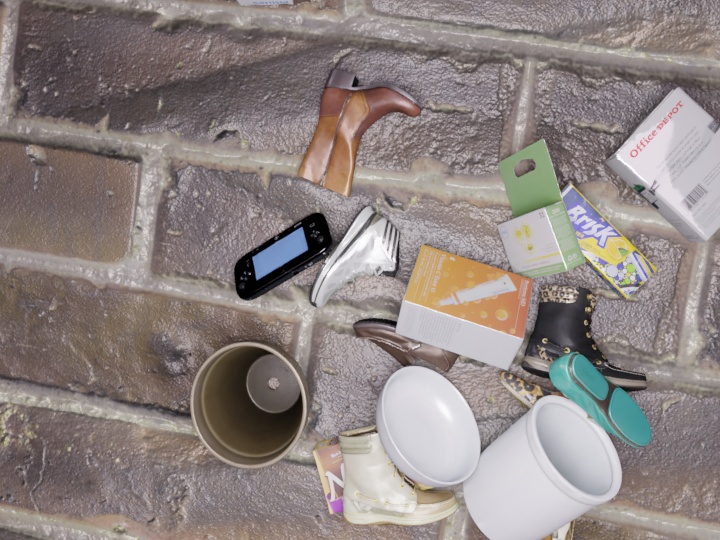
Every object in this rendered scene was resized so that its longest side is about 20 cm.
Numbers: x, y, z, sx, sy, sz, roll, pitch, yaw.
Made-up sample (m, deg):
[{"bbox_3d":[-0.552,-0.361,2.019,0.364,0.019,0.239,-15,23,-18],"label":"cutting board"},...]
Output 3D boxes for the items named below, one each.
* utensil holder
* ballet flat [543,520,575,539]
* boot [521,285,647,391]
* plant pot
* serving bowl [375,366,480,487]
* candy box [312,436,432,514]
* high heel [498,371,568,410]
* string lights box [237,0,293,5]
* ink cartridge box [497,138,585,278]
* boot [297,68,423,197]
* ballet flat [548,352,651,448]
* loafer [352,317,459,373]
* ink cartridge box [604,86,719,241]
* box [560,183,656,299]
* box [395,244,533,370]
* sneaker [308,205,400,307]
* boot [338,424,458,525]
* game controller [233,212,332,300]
[{"bbox_3d":[0.279,0.323,1.022,0.169,0.170,0.201,40,128,4],"label":"utensil holder"},{"bbox_3d":[0.332,0.460,1.104,0.069,0.065,0.205,3,93,7],"label":"ballet flat"},{"bbox_3d":[0.373,0.112,1.060,0.196,0.073,0.154,9,73,16],"label":"boot"},{"bbox_3d":[-0.169,0.213,1.109,0.195,0.173,0.205,0,92,8],"label":"plant pot"},{"bbox_3d":[0.102,0.262,1.061,0.200,0.200,0.066,46,131,3],"label":"serving bowl"},{"bbox_3d":[0.025,0.344,1.147,0.196,0.056,0.119,-16,90,7],"label":"candy box"},{"bbox_3d":[0.346,0.190,1.100,0.198,0.071,0.144,33,85,8],"label":"high heel"},{"bbox_3d":[-0.171,-0.580,1.135,0.100,0.059,0.205,1,93,6],"label":"string lights box"},{"bbox_3d":[0.275,-0.092,1.051,0.047,0.145,0.204,-20,90,-20],"label":"ink cartridge box"},{"bbox_3d":[-0.002,-0.228,1.122,0.185,0.068,0.204,18,95,6],"label":"boot"},{"bbox_3d":[0.362,0.197,0.990,0.200,0.070,0.068,43,62,-14],"label":"ballet flat"},{"bbox_3d":[0.078,0.133,1.122,0.196,0.073,0.073,14,93,7],"label":"loafer"},{"bbox_3d":[0.522,-0.169,1.043,0.200,0.084,0.146,44,97,4],"label":"ink cartridge box"},{"bbox_3d":[0.390,-0.050,1.077,0.070,0.064,0.200,-45,87,7],"label":"box"},{"bbox_3d":[0.171,0.060,1.068,0.196,0.098,0.126,17,53,6],"label":"box"},{"bbox_3d":[0.000,0.000,1.126,0.114,0.076,0.202,34,94,7],"label":"sneaker"},{"bbox_3d":[0.061,0.338,1.081,0.195,0.072,0.159,-5,89,8],"label":"boot"},{"bbox_3d":[-0.139,-0.026,1.141,0.197,0.042,0.106,-30,53,9],"label":"game controller"}]
